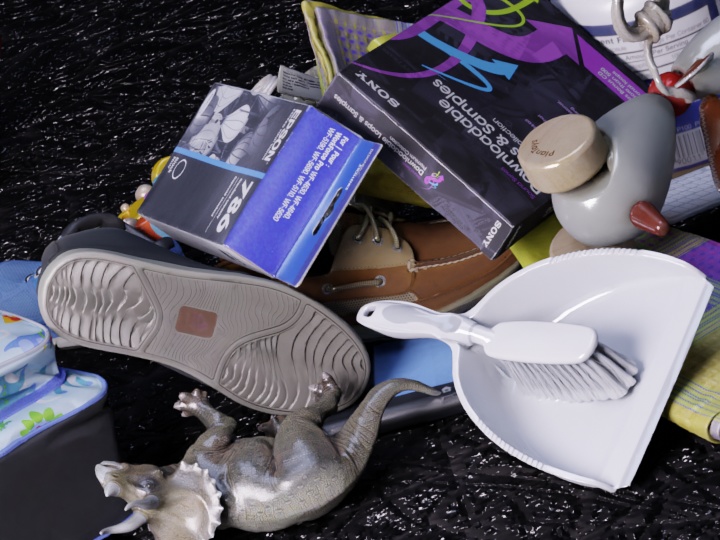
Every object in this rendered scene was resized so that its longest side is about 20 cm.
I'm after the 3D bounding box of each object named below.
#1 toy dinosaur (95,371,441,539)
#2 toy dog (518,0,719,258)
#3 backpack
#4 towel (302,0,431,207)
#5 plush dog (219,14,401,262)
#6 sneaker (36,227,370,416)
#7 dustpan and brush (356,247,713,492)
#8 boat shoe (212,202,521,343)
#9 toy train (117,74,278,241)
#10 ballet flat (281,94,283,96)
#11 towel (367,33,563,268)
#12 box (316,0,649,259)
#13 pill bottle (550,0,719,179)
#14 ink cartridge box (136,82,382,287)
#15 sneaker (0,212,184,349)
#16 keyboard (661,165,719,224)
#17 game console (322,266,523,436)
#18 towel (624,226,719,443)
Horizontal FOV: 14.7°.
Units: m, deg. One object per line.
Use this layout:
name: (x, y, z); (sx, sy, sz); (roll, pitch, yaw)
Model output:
toy dinosaur: (-0.049, 0.112, 1.560); (0.199, 0.077, 0.103); (-7, 42, -6)
toy dog: (0.180, -0.076, 1.608); (0.096, 0.132, 0.201); (20, 75, 45)
backpack: (-0.250, 0.105, 1.604); (0.183, 0.148, 0.199); (-32, 24, -35)
towel: (0.057, -0.098, 1.765); (0.199, 0.023, 0.144); (10, 52, -31)
plush dog: (-0.026, -0.064, 1.833); (0.200, 0.161, 0.172); (-28, -12, -45)
sneaker: (-0.091, 0.020, 1.634); (0.199, 0.075, 0.106); (20, 11, -12)
dustpan and brush: (0.082, 0.042, 1.548); (0.199, 0.057, 0.140); (4, 61, 46)
boat shoe: (0.000, 0.000, 1.678); (0.199, 0.074, 0.076); (-20, 26, -2)
toy train: (-0.110, -0.052, 1.932); (0.150, 0.056, 0.200); (-32, 14, 34)
ballet flat: (0.022, -0.110, 1.989); (0.199, 0.076, 0.064); (11, 20, 44)
towel: (0.084, -0.072, 1.703); (0.086, 0.018, 0.200); (-10, 54, -37)
box: (0.084, -0.099, 1.690); (0.143, 0.036, 0.200); (41, 42, 11)
pill bottle: (0.188, -0.157, 1.800); (0.119, 0.201, 0.120); (-15, 23, 6)
ink cartridge box: (-0.063, -0.054, 1.662); (0.100, 0.039, 0.200); (-59, 26, -6)
sneaker: (-0.178, 0.000, 1.860); (0.199, 0.090, 0.078); (0, 28, 41)
keyboard: (0.233, -0.058, 1.733); (0.056, 0.011, 0.199); (5, 19, 45)
game console: (0.051, 0.037, 1.683); (0.199, 0.031, 0.177); (-16, 23, 7)
towel: (0.187, 0.034, 1.573); (0.143, 0.023, 0.200); (-31, 33, -27)
